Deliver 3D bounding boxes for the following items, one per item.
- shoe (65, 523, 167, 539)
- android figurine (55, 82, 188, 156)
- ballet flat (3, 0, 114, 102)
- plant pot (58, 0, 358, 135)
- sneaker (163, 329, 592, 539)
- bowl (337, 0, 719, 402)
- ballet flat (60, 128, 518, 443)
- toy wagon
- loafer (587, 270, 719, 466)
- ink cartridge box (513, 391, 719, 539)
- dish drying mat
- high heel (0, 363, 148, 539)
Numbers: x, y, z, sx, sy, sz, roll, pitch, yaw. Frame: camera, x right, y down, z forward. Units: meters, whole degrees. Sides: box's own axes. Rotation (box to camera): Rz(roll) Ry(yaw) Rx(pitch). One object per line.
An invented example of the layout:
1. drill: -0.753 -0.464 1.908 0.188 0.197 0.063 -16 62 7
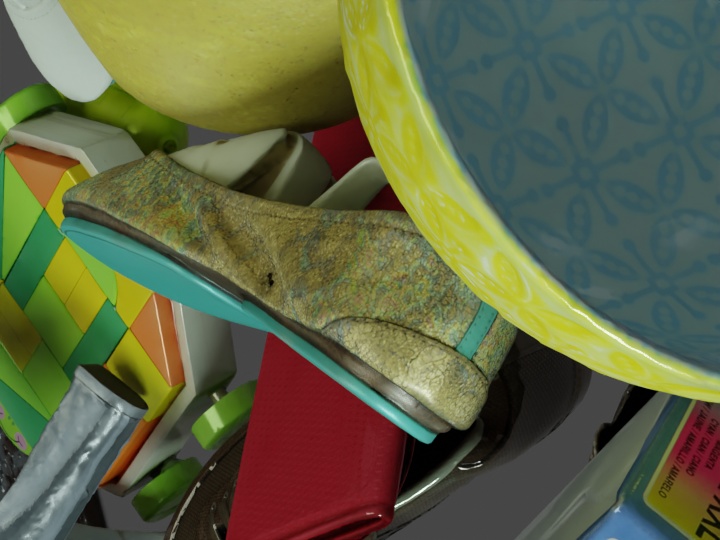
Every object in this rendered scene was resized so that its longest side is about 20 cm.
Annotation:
1. shoe: -0.064 0.152 0.842 0.199 0.072 0.091 5 142 29
2. android figurine: -0.078 -0.128 0.824 0.200 0.041 0.183 30 119 46
3. ballet flat: -0.114 -0.159 0.777 0.069 0.069 0.202 25 114 46
4. plant pot: -0.028 -0.128 0.660 0.200 0.199 0.143 45 143 36
5. sneaker: -0.015 0.066 0.719 0.200 0.075 0.071 -40 74 31
6. bowl: 0.071 -0.058 0.542 0.108 0.199 0.202 -25 77 62
7. ballet flat: -0.020 -0.008 0.638 0.200 0.070 0.071 24 115 53
8. toy wagon: -0.114 0.027 0.868 0.156 0.039 0.200 54 141 12
9. loafer: 0.087 0.068 0.630 0.073 0.071 0.201 40 126 39
10. ink cartridge box: 0.119 0.136 0.559 0.200 0.076 0.137 38 132 0
11. dish drying mat: 0.000 0.000 0.683 0.077 0.018 0.201 -26 43 42
12. high heel: -0.192 0.057 0.828 0.199 0.071 0.143 35 95 19
